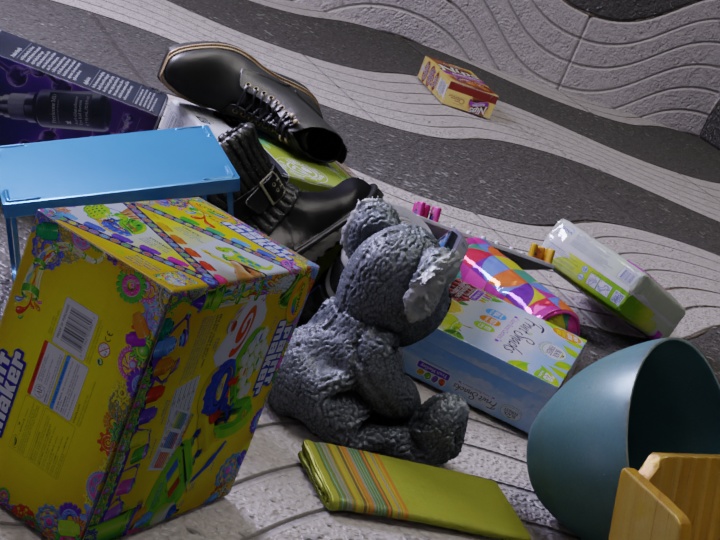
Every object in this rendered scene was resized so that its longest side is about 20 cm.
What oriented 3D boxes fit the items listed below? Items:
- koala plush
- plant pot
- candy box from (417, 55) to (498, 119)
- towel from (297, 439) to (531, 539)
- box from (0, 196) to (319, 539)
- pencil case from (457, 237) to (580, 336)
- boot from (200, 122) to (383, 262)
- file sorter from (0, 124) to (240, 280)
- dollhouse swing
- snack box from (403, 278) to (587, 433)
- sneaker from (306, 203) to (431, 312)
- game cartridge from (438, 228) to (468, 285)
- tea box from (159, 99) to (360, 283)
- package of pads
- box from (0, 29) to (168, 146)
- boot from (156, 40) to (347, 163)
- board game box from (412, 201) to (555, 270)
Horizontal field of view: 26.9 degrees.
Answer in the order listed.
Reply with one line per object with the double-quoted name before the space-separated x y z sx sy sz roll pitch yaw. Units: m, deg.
"koala plush" 0.017 0.046 1.351 0.183 0.201 0.177 12 20 -33
"plant pot" 0.228 0.165 1.338 0.134 0.201 0.200 -8 -6 38
"candy box" 0.204 -0.390 3.183 0.116 0.057 0.200 16 17 -20
"towel" 0.046 0.191 1.270 0.199 0.018 0.086 15 24 -27
"box" -0.154 0.067 1.064 0.122 0.201 0.192 29 17 23
"pencil case" 0.175 0.036 1.796 0.088 0.089 0.200 10 22 -38
"boot" -0.079 -0.083 1.516 0.158 0.079 0.211 55 45 -4
"file sorter" -0.217 -0.042 1.338 0.199 0.123 0.139 -8 27 -15
"dollhouse swing" 0.321 0.254 1.193 0.199 0.183 0.175 8 2 -42
"snack box" 0.144 0.089 1.615 0.168 0.068 0.200 26 19 11
"sneaker" 0.000 0.000 1.587 0.073 0.112 0.200 44 26 6
"game cartridge" 0.054 0.018 1.614 0.038 0.130 0.200 45 16 -3
"tea box" -0.115 -0.078 1.672 0.196 0.134 0.200 13 19 -32
"package of pads" 0.333 0.014 2.002 0.154 0.068 0.200 37 3 31
"box" -0.321 -0.144 1.587 0.199 0.148 0.104 19 18 -8
"boot" -0.113 -0.183 1.650 0.199 0.078 0.138 12 23 -30
"board game box" 0.135 -0.044 1.962 0.199 0.026 0.200 20 -4 -12
